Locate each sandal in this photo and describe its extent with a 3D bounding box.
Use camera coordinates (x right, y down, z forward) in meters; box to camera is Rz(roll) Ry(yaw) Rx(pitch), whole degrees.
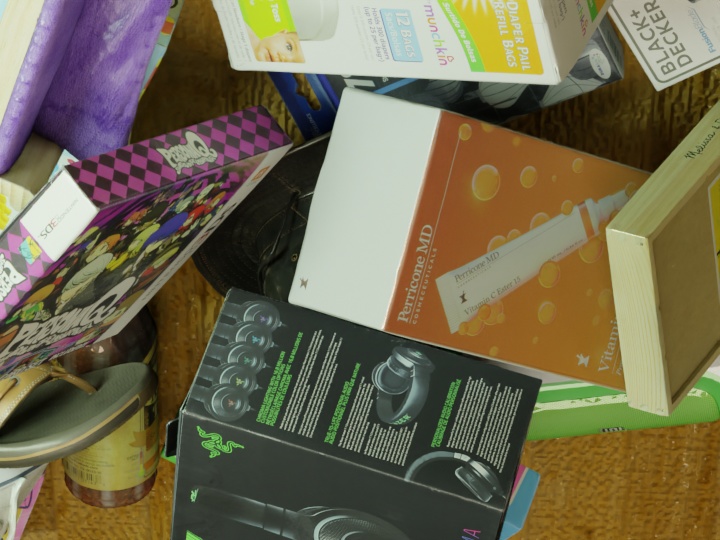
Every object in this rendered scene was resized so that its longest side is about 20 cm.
[{"bbox_3d":[-0.220,0.076,1.715,0.199,0.082,0.055,-5,118,12],"label":"sandal"}]

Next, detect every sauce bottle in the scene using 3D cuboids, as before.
[{"bbox_3d":[-0.156,0.054,1.776,0.066,0.066,0.201,3,129,1],"label":"sauce bottle"}]

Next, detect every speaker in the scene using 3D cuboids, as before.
[{"bbox_3d":[0.150,0.058,1.750,0.199,0.089,0.089,-7,126,8],"label":"speaker"}]

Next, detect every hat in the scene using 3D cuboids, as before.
[{"bbox_3d":[0.000,0.000,1.687,0.199,0.081,0.201,-5,144,-4],"label":"hat"}]

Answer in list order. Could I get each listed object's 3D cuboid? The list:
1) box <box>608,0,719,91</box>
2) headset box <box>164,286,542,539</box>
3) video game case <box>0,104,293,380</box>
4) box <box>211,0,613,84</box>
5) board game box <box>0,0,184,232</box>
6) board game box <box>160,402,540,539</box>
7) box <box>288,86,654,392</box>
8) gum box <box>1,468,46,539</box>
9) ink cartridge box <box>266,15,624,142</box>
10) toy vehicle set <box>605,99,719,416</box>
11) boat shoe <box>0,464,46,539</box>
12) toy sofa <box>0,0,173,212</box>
[{"bbox_3d":[0.223,-0.193,1.572,0.199,0.060,0.117,-23,122,19],"label":"box"},{"bbox_3d":[-0.013,0.115,1.642,0.199,0.093,0.175,17,145,4],"label":"headset box"},{"bbox_3d":[-0.148,-0.008,1.587,0.036,0.200,0.181,50,120,10],"label":"video game case"},{"bbox_3d":[0.025,-0.175,1.532,0.199,0.102,0.113,5,131,27],"label":"box"},{"bbox_3d":[-0.185,-0.100,1.634,0.104,0.103,0.200,27,124,-9],"label":"board game box"},{"bbox_3d":[-0.008,0.120,1.781,0.199,0.041,0.153,27,153,-10],"label":"board game box"},{"bbox_3d":[0.077,-0.014,1.609,0.199,0.097,0.125,14,91,-36],"label":"box"},{"bbox_3d":[-0.281,0.166,1.865,0.113,0.066,0.201,19,125,-10],"label":"gum box"},{"bbox_3d":[0.042,-0.122,1.650,0.199,0.039,0.100,-20,124,18],"label":"ink cartridge box"},{"bbox_3d":[0.203,-0.026,1.621,0.026,0.200,0.125,15,133,31],"label":"toy vehicle set"},{"bbox_3d":[-0.243,0.156,1.728,0.074,0.202,0.087,7,120,34],"label":"boat shoe"},{"bbox_3d":[-0.147,-0.133,1.493,0.097,0.083,0.201,22,116,-3],"label":"toy sofa"}]
